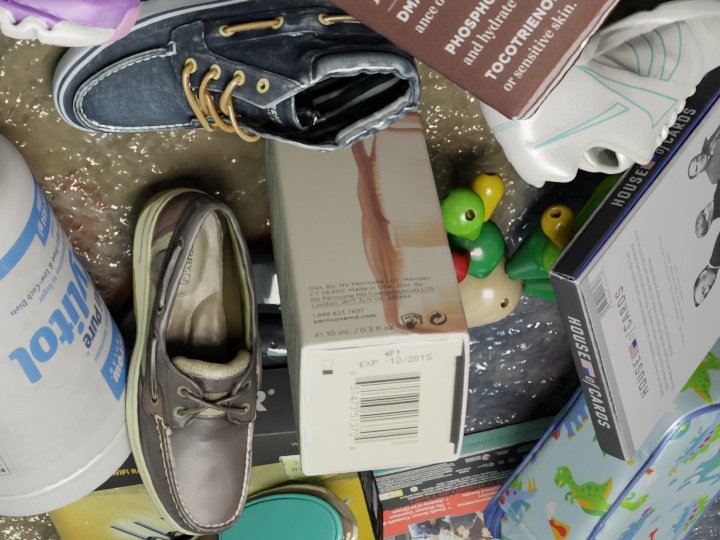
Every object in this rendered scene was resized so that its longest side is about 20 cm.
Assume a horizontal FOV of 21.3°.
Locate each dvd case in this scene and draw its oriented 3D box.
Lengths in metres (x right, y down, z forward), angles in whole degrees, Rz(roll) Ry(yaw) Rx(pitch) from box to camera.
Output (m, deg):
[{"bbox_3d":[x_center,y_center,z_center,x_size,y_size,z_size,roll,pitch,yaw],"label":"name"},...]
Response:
[{"bbox_3d":[0.083,0.187,1.345,0.146,0.022,0.200,-14,133,4],"label":"dvd case"},{"bbox_3d":[0.181,-0.012,1.073,0.025,0.200,0.150,20,146,36],"label":"dvd case"}]

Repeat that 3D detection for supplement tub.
[{"bbox_3d":[-0.212,0.029,1.069,0.132,0.132,0.200,-17,134,7],"label":"supplement tub"}]

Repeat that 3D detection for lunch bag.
[{"bbox_3d":[0.182,0.118,1.222,0.161,0.083,0.200,-10,142,-42],"label":"lunch bag"}]

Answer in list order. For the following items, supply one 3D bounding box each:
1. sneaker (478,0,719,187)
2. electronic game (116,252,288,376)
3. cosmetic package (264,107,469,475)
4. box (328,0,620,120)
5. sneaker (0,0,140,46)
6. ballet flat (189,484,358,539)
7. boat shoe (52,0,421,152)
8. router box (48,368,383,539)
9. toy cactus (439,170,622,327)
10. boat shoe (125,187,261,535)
[{"bbox_3d":[0.135,-0.093,1.000,0.200,0.080,0.070,-19,180,-40],"label":"sneaker"},{"bbox_3d":[-0.056,0.060,1.185,0.199,0.042,0.200,0,137,0],"label":"electronic game"},{"bbox_3d":[0.000,0.000,1.029,0.087,0.200,0.104,-5,136,-5],"label":"cosmetic package"},{"bbox_3d":[0.042,-0.208,0.825,0.200,0.166,0.164,32,124,-9],"label":"box"},{"bbox_3d":[-0.182,-0.177,0.876,0.200,0.080,0.089,33,109,8],"label":"sneaker"},{"bbox_3d":[-0.071,0.180,1.175,0.200,0.068,0.062,-25,160,30],"label":"ballet flat"},{"bbox_3d":[-0.067,-0.099,0.998,0.200,0.091,0.071,-17,134,7],"label":"boat shoe"},{"bbox_3d":[-0.093,0.134,1.196,0.199,0.052,0.157,-6,138,7],"label":"router box"},{"bbox_3d":[0.103,0.004,1.124,0.200,0.103,0.165,3,157,-44],"label":"toy cactus"},{"bbox_3d":[-0.092,0.054,1.075,0.073,0.065,0.201,-9,97,-23],"label":"boat shoe"}]
